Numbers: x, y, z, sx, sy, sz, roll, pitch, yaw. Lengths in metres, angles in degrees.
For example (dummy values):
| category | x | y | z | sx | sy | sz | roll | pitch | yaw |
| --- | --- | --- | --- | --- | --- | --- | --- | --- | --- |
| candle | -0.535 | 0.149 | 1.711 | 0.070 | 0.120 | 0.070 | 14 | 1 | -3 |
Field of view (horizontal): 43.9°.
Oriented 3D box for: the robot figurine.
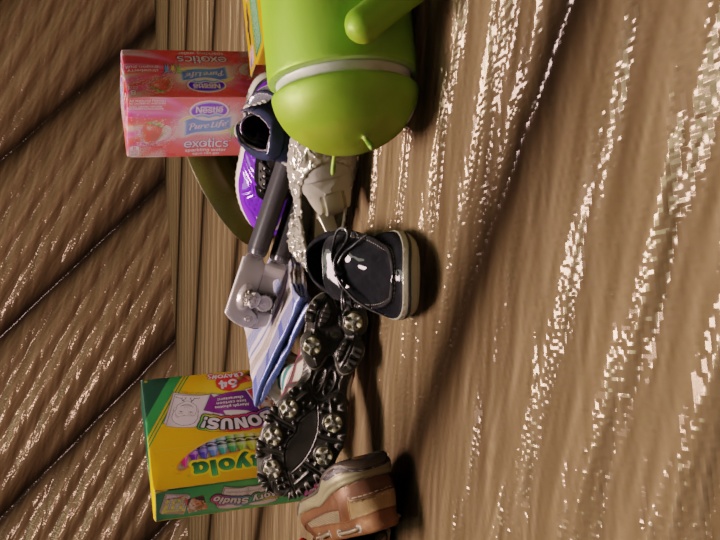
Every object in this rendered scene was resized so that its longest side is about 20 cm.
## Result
| category | x | y | z | sx | sy | sz | roll | pitch | yaw |
| --- | --- | --- | --- | --- | --- | --- | --- | --- | --- |
| robot figurine | -0.017 | -0.180 | 0.683 | 0.175 | 0.115 | 0.202 | 161 | 105 | -67 |

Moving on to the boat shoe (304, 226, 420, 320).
| category | x | y | z | sx | sy | sz | roll | pitch | yaw |
| --- | --- | --- | --- | --- | --- | --- | --- | --- | --- |
| boat shoe | 0.000 | 0.000 | 0.758 | 0.200 | 0.062 | 0.075 | -159 | 68 | -70 |

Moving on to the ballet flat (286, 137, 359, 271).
| category | x | y | z | sx | sy | sz | roll | pitch | yaw |
| --- | --- | --- | --- | --- | --- | --- | --- | --- | --- |
| ballet flat | -0.032 | -0.063 | 0.851 | 0.201 | 0.071 | 0.072 | 96 | 162 | -52 |

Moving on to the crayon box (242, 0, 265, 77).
| category | x | y | z | sx | sy | sz | roll | pitch | yaw |
| --- | --- | --- | --- | --- | --- | --- | --- | --- | --- |
| crayon box | -0.090 | -0.320 | 1.008 | 0.200 | 0.051 | 0.127 | 136 | 129 | -67 |

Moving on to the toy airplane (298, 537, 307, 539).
| category | x | y | z | sx | sy | sz | roll | pitch | yaw |
| --- | --- | --- | --- | --- | --- | --- | --- | --- | --- |
| toy airplane | -0.110 | 0.447 | 1.070 | 0.200 | 0.140 | 0.200 | -57 | -11 | -61 |

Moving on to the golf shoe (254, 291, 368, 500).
| category | x | y | z | sx | sy | sz | roll | pitch | yaw |
| --- | --- | --- | --- | --- | --- | --- | --- | --- | --- |
| golf shoe | -0.039 | 0.118 | 0.852 | 0.088 | 0.077 | 0.201 | 7 | -76 | -87 |

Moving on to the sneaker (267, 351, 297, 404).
| category | x | y | z | sx | sy | sz | roll | pitch | yaw |
| --- | --- | --- | --- | --- | --- | --- | --- | --- | --- |
| sneaker | -0.056 | 0.125 | 0.987 | 0.094 | 0.070 | 0.200 | -59 | 19 | 15 |

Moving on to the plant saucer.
| category | x | y | z | sx | sy | sz | roll | pitch | yaw |
| --- | --- | --- | --- | --- | --- | --- | --- | --- | --- |
| plant saucer | -0.182 | -0.131 | 1.238 | 0.201 | 0.031 | 0.200 | 60 | -169 | -21 |

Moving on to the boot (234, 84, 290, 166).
| category | x | y | z | sx | sy | sz | roll | pitch | yaw |
| --- | --- | --- | --- | --- | --- | --- | --- | --- | --- |
| boot | -0.094 | -0.155 | 0.916 | 0.200 | 0.090 | 0.073 | 35 | 113 | 52 |

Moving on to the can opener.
| category | x | y | z | sx | sy | sz | roll | pitch | yaw |
| --- | --- | --- | --- | --- | --- | --- | --- | --- | --- |
| can opener | -0.104 | -0.030 | 1.006 | 0.201 | 0.052 | 0.066 | -71 | 21 | 7 |

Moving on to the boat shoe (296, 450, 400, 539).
| category | x | y | z | sx | sy | sz | roll | pitch | yaw |
| --- | --- | --- | --- | --- | --- | --- | --- | --- | --- |
| boat shoe | -0.010 | 0.229 | 0.814 | 0.200 | 0.075 | 0.074 | 108 | 144 | -61 |

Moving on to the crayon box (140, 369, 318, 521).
| category | x | y | z | sx | sy | sz | roll | pitch | yaw |
| --- | --- | --- | --- | --- | --- | --- | --- | --- | --- |
| crayon box | -0.148 | 0.195 | 1.041 | 0.173 | 0.198 | 0.059 | -116 | 27 | -51 |

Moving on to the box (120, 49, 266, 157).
| category | x | y | z | sx | sy | sz | roll | pitch | yaw |
| --- | --- | --- | --- | --- | --- | --- | --- | --- | --- |
| box | -0.201 | -0.212 | 1.136 | 0.095 | 0.198 | 0.103 | 106 | 155 | -46 |

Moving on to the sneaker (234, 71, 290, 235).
| category | x | y | z | sx | sy | sz | roll | pitch | yaw |
| --- | --- | --- | --- | --- | --- | --- | --- | --- | --- |
| sneaker | -0.105 | -0.127 | 1.063 | 0.100 | 0.069 | 0.202 | -130 | 39 | -59 |

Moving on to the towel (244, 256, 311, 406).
| category | x | y | z | sx | sy | sz | roll | pitch | yaw |
| --- | --- | --- | --- | --- | --- | --- | --- | --- | --- |
| towel | -0.103 | 0.048 | 1.053 | 0.148 | 0.024 | 0.200 | -63 | 20 | 19 |
